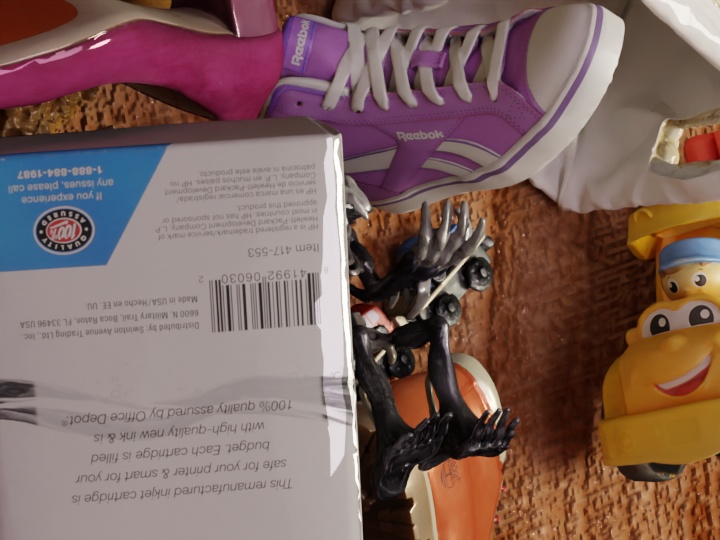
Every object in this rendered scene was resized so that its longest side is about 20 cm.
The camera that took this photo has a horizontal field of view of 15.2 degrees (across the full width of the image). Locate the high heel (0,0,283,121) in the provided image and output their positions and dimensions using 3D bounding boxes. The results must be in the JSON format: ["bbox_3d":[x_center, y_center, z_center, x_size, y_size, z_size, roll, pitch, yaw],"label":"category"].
[{"bbox_3d":[-0.104,-0.071,1.083,0.200,0.067,0.096,-22,128,-38],"label":"high heel"}]

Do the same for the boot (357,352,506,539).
[{"bbox_3d":[0.039,0.139,1.320,0.107,0.075,0.200,-36,128,-47],"label":"boot"}]

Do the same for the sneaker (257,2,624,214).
[{"bbox_3d":[0.024,-0.086,1.238,0.114,0.200,0.073,30,57,-27],"label":"sneaker"}]

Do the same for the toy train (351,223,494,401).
[{"bbox_3d":[0.000,0.042,1.325,0.046,0.034,0.200,52,59,-14],"label":"toy train"}]

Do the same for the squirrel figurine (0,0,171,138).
[{"bbox_3d":[-0.142,-0.130,1.164,0.187,0.141,0.200,39,79,-44],"label":"squirrel figurine"}]

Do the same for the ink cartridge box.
[{"bbox_3d":[-0.078,0.044,1.080,0.146,0.086,0.200,-4,100,-8],"label":"ink cartridge box"}]

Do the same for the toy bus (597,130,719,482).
[{"bbox_3d":[0.203,0.004,1.417,0.200,0.136,0.192,-13,91,-54],"label":"toy bus"}]

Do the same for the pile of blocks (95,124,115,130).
[{"bbox_3d":[-0.110,0.038,1.225,0.062,0.082,0.200,-16,91,4],"label":"pile of blocks"}]

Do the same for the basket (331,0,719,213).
[{"bbox_3d":[0.132,-0.148,1.333,0.200,0.198,0.161,35,64,-34],"label":"basket"}]

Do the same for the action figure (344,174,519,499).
[{"bbox_3d":[0.000,0.000,1.227,0.119,0.102,0.200,-2,52,-46],"label":"action figure"}]
